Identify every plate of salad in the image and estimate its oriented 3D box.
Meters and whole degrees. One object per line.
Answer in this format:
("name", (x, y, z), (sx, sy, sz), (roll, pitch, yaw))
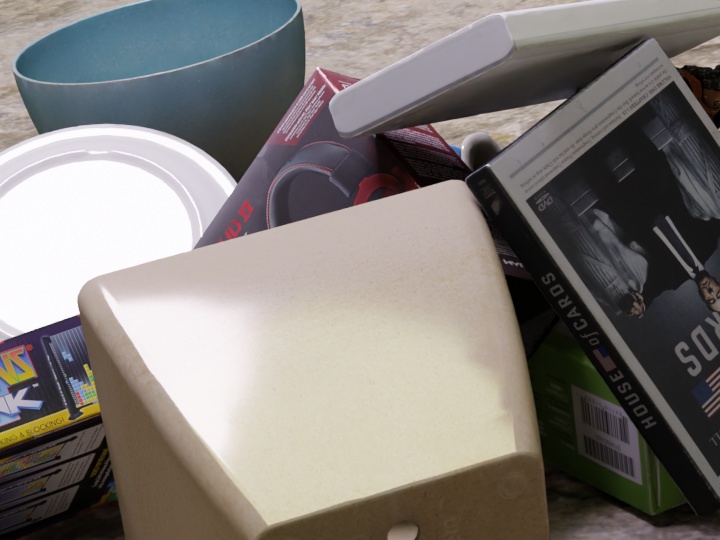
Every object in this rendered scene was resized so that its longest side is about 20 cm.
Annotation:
("plate of salad", (-0.158, -0.001, 1.565), (0.199, 0.048, 0.200), (-3, 55, 4))

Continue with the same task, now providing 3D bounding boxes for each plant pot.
("plant pot", (-0.124, -0.099, 1.844), (0.200, 0.135, 0.200), (-11, 21, 4))
("plant pot", (-0.003, 0.105, 1.265), (0.199, 0.200, 0.177), (-15, 34, -12))

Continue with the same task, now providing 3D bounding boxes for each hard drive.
("hard drive", (0.097, -0.112, 1.412), (0.200, 0.026, 0.132), (-14, -7, -45))

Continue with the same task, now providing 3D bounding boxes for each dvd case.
("dvd case", (0.155, 0.001, 1.332), (0.150, 0.200, 0.025), (-38, 4, -40))

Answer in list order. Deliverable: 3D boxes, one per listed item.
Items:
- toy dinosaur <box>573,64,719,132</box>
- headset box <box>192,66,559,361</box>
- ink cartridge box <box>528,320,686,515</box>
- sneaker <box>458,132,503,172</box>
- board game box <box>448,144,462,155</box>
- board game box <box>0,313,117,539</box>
("toy dinosaur", (0.188, -0.077, 1.493), (0.135, 0.102, 0.200), (15, 15, 14))
("headset box", (0.000, 0.000, 1.445), (0.075, 0.149, 0.200), (13, 31, -48))
("ink cartridge box", (0.190, 0.045, 1.457), (0.200, 0.076, 0.148), (-18, 23, -27))
("sneaker", (0.130, -0.029, 1.438), (0.200, 0.090, 0.067), (7, 25, 35))
("board game box", (0.075, -0.043, 1.602), (0.200, 0.037, 0.151), (12, -4, -32))
("board game box", (-0.187, 0.091, 1.389), (0.165, 0.057, 0.200), (-18, -16, -22))
